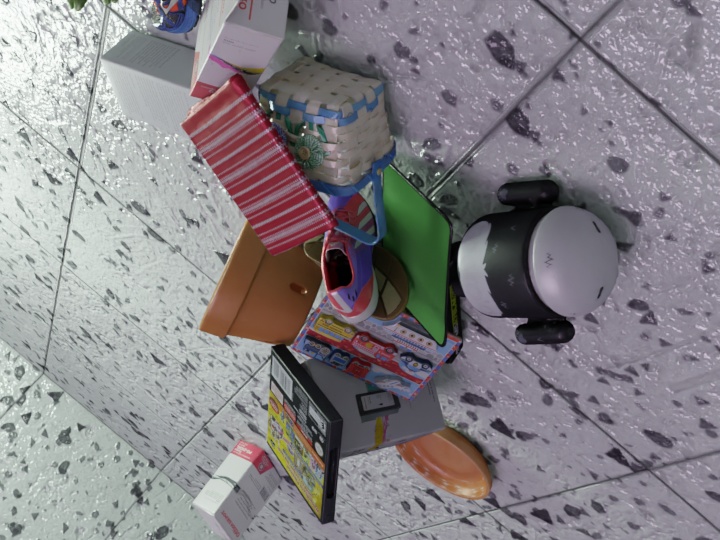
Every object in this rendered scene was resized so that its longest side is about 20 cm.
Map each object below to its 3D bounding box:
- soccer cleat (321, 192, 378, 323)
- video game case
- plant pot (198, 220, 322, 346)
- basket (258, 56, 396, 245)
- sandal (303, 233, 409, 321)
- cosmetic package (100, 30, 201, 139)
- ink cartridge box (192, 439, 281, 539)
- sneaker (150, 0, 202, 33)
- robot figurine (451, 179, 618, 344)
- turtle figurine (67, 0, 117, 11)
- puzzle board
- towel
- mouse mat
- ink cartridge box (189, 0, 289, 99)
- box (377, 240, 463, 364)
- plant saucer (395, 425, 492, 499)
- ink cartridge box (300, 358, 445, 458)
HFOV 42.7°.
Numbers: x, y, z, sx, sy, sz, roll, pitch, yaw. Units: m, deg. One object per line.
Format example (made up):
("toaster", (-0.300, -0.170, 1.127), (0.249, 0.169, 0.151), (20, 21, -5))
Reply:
("soccer cleat", (-0.019, -0.033, 1.164), (0.068, 0.201, 0.073), (-20, 144, 21))
("video game case", (-0.085, 0.234, 1.340), (0.200, 0.025, 0.182), (44, 136, 49))
("plant pot", (-0.144, 0.026, 1.402), (0.139, 0.201, 0.200), (25, 152, -9))
("basket", (-0.047, -0.138, 1.097), (0.175, 0.139, 0.201), (21, 138, 29))
("sandal", (0.000, 0.000, 1.217), (0.200, 0.080, 0.054), (38, 175, 40))
("cosmetic package", (-0.244, -0.242, 1.241), (0.199, 0.071, 0.102), (23, 147, 26))
("ink cartridge box", (-0.302, 0.546, 2.272), (0.084, 0.200, 0.145), (15, 143, 35))
("sneaker", (-0.217, -0.331, 1.048), (0.078, 0.076, 0.200), (-1, 169, -23))
("robot figurine", (0.191, -0.008, 1.031), (0.199, 0.125, 0.150), (-4, 133, 51))
("turtle figurine", (-0.382, -0.380, 1.105), (0.194, 0.143, 0.201), (46, -161, -51))
("puzzle board", (0.020, 0.105, 1.295), (0.199, 0.017, 0.151), (25, 131, -13))
("towel", (-0.117, -0.117, 1.053), (0.144, 0.022, 0.201), (-20, 108, 53))
("mouse mat", (0.067, -0.020, 1.141), (0.161, 0.007, 0.201), (49, 151, 44))
("ink cartridge box", (-0.126, -0.277, 1.002), (0.067, 0.117, 0.200), (12, 159, -20))
("box", (0.049, 0.027, 1.313), (0.199, 0.048, 0.194), (23, 147, 26))
("plant saucer", (0.148, 0.329, 1.633), (0.199, 0.038, 0.201), (28, 148, 19))
("ink cartridge box", (-0.002, 0.204, 1.417), (0.147, 0.198, 0.147), (-39, 63, 61))
